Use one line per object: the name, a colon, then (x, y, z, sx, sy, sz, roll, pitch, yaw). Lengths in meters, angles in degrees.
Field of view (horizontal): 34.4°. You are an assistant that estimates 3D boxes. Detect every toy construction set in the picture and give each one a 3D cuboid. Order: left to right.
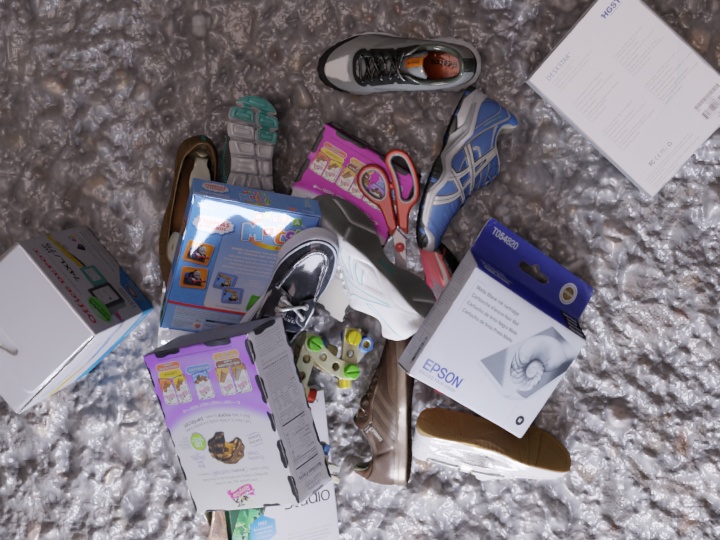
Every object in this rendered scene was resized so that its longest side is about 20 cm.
toy construction set: (-0.060, 0.157, 1.414, 0.129, 0.092, 0.203, 19, 71, -21)

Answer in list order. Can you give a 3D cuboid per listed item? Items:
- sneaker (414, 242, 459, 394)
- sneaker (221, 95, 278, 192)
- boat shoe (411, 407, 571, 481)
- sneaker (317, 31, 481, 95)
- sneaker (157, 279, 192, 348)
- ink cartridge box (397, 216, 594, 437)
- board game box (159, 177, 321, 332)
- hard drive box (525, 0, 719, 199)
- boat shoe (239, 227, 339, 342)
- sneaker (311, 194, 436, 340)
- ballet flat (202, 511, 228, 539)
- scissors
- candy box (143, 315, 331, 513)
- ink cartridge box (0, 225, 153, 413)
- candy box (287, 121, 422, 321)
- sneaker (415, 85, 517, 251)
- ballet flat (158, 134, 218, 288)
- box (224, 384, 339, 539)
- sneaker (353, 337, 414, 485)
sneaker: (0.096, 0.061, 1.416, 0.085, 0.074, 0.203, -18, 94, 13)
sneaker: (-0.140, -0.109, 1.426, 0.076, 0.091, 0.204, 10, 92, -12)
boat shoe: (0.159, 0.225, 1.436, 0.196, 0.071, 0.070, 15, 126, 0)
sneaker: (0.043, -0.247, 1.381, 0.196, 0.079, 0.075, 0, 100, 11)
sneaker: (-0.191, 0.005, 1.468, 0.113, 0.074, 0.204, 6, 94, -6)
ink cartridge box: (0.170, 0.071, 1.357, 0.198, 0.041, 0.202, 30, 94, -30)
board game box: (-0.144, -0.006, 1.363, 0.149, 0.037, 0.202, 9, 128, -16)
hard drive box: (0.313, -0.209, 1.339, 0.200, 0.077, 0.156, 44, 102, 1)
boat shoe: (-0.084, 0.040, 1.339, 0.071, 0.068, 0.201, 24, 123, -23)
sneaker: (0.000, 0.000, 1.368, 0.201, 0.070, 0.080, 50, 128, 5)
ballet flat: (-0.179, 0.262, 1.497, 0.066, 0.068, 0.204, 3, 97, 19)
scissors: (0.052, -0.041, 1.382, 0.072, 0.014, 0.203, -16, 97, 8)
candy box: (-0.141, 0.169, 1.336, 0.166, 0.071, 0.203, -12, 99, 35)
ink cartridge box: (-0.380, 0.054, 1.433, 0.146, 0.200, 0.147, -41, 90, 12)
candy box: (-0.029, -0.060, 1.427, 0.135, 0.061, 0.202, 30, 101, 2)
sneaker: (0.121, -0.114, 1.374, 0.076, 0.076, 0.203, 23, 87, -1)
ballet flat: (-0.201, -0.064, 1.394, 0.067, 0.072, 0.204, 10, 86, -15)
box: (-0.105, 0.257, 1.463, 0.142, 0.036, 0.204, -9, 96, -22)
sneaker: (0.026, 0.169, 1.444, 0.074, 0.070, 0.204, 2, 97, 10)
